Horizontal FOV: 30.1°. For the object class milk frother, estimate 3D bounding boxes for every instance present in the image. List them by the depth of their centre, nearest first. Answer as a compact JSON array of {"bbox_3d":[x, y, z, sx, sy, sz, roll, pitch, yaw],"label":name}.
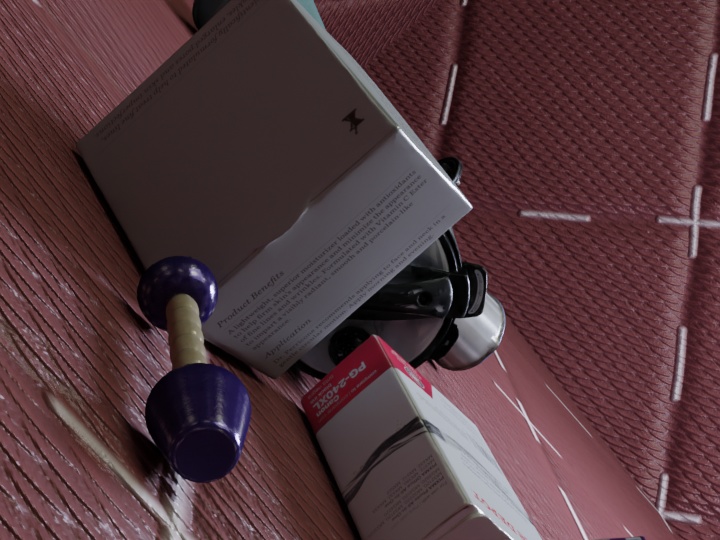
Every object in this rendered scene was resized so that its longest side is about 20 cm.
[{"bbox_3d":[0.107,-0.012,1.708,0.188,0.200,0.181,43,6,-44],"label":"milk frother"}]

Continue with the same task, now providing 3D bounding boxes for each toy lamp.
[{"bbox_3d":[-0.096,0.052,0.752,0.058,0.058,0.200,46,8,-27],"label":"toy lamp"}]

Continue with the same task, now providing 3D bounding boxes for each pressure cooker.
[{"bbox_3d":[0.001,0.003,1.101,0.179,0.176,0.200,51,8,-7],"label":"pressure cooker"}]

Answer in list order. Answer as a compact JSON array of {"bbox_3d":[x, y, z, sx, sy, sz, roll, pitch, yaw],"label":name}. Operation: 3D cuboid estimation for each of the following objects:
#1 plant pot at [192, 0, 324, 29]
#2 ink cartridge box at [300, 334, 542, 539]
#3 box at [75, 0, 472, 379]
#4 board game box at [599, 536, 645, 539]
[{"bbox_3d":[-0.135,-0.362,2.105,0.196,0.200,0.200,62,12,27],"label":"plant pot"},{"bbox_3d":[0.052,0.162,0.962,0.145,0.083,0.200,45,9,-35],"label":"ink cartridge box"},{"bbox_3d":[-0.065,-0.068,0.967,0.200,0.199,0.131,55,9,36],"label":"box"},{"bbox_3d":[0.211,0.282,1.164,0.200,0.120,0.032,-98,-172,-80],"label":"board game box"}]
